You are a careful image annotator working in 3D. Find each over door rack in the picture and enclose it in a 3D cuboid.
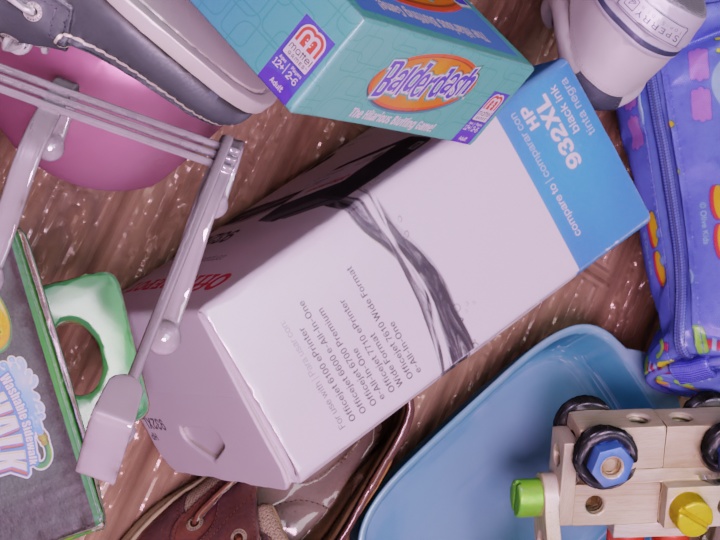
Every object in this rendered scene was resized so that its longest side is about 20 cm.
[{"bbox_3d":[-0.129,-0.006,0.652,0.147,0.200,0.067,19,120,-2],"label":"over door rack"}]

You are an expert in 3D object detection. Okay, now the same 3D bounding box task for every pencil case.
[{"bbox_3d":[0.165,-0.037,0.936,0.087,0.078,0.202,7,72,-43],"label":"pencil case"}]

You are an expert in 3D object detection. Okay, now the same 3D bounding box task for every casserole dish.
[{"bbox_3d":[0.074,0.113,0.927,0.200,0.039,0.121,-40,106,-22],"label":"casserole dish"}]

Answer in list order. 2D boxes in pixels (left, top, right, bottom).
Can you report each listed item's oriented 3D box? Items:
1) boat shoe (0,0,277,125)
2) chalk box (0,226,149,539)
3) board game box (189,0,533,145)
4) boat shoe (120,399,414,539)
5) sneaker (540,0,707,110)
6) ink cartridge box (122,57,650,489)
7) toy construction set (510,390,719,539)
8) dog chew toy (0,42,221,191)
[{"bbox_3d":[-0.118,-0.114,0.710,0.200,0.062,0.073,39,27,-8],"label":"boat shoe"},{"bbox_3d":[-0.182,0.057,0.750,0.199,0.124,0.126,-17,95,-28],"label":"chalk box"},{"bbox_3d":[-0.039,-0.135,0.733,0.045,0.152,0.200,-48,70,18],"label":"board game box"},{"bbox_3d":[-0.047,0.122,0.844,0.200,0.072,0.072,-45,108,-21],"label":"boat shoe"},{"bbox_3d":[0.114,-0.139,0.902,0.073,0.200,0.071,38,116,-11],"label":"sneaker"},{"bbox_3d":[0.000,0.000,0.832,0.200,0.145,0.084,-35,103,-24],"label":"ink cartridge box"},{"bbox_3d":[0.141,0.128,0.896,0.199,0.092,0.132,-7,111,-24],"label":"toy construction set"},{"bbox_3d":[-0.130,-0.129,0.788,0.200,0.124,0.125,47,69,-9],"label":"dog chew toy"}]
